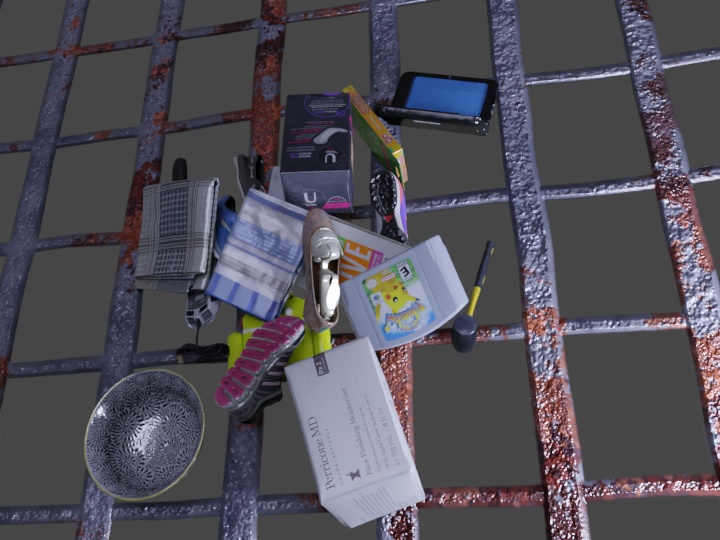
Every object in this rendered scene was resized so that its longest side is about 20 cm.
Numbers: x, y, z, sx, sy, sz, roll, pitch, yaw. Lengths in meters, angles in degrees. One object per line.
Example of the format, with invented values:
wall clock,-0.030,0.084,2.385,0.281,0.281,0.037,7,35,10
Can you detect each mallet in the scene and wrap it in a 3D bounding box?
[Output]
mallet,0.188,0.032,1.182,0.040,0.066,0.203,13,67,14

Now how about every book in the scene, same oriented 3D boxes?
book,0.000,0.000,1.227,0.197,0.048,0.136,21,100,21

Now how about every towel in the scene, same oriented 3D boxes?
towel,-0.332,-0.061,1.292,0.190,0.034,0.204,0,83,33
towel,-0.164,-0.026,1.224,0.145,0.024,0.203,23,86,13

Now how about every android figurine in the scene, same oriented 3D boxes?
android figurine,-0.136,0.122,1.221,0.178,0.041,0.204,-9,64,8

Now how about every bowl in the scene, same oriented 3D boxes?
bowl,-0.324,0.268,1.156,0.197,0.095,0.204,-5,64,10

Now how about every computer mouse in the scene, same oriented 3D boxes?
computer mouse,-0.267,0.066,1.268,0.108,0.044,0.203,-19,57,31

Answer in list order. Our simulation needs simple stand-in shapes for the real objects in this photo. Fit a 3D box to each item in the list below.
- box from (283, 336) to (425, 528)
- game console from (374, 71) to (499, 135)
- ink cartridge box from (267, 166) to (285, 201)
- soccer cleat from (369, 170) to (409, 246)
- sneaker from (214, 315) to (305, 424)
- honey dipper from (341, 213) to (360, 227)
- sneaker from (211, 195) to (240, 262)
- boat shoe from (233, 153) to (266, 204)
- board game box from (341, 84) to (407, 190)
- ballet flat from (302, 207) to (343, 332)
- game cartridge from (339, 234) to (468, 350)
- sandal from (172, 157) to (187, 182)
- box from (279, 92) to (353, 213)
box,-0.005,0.236,1.044,0.129,0.201,0.202,-20,61,0
game console,0.143,-0.321,1.344,0.196,0.176,0.119,10,94,17
ink cartridge box,-0.126,-0.098,1.329,0.097,0.039,0.203,2,63,12
soccer cleat,0.058,-0.069,1.265,0.067,0.073,0.204,-10,79,24
sneaker,-0.149,0.159,1.151,0.073,0.088,0.201,10,47,32
honey dipper,-0.034,-0.117,1.321,0.037,0.038,0.202,-21,60,1
sneaker,-0.227,-0.061,1.309,0.088,0.079,0.202,-28,61,0
boat shoe,-0.194,-0.159,1.333,0.056,0.068,0.201,-17,39,-4
board game box,0.030,-0.242,1.335,0.030,0.096,0.202,-28,62,-6
ballet flat,-0.055,-0.003,1.169,0.067,0.067,0.204,1,85,-32
game cartridge,0.065,0.046,1.161,0.198,0.040,0.135,-27,87,23
sandal,-0.326,-0.115,1.364,0.044,0.075,0.204,9,68,-32
box,-0.073,-0.208,1.290,0.120,0.107,0.203,-2,52,3
